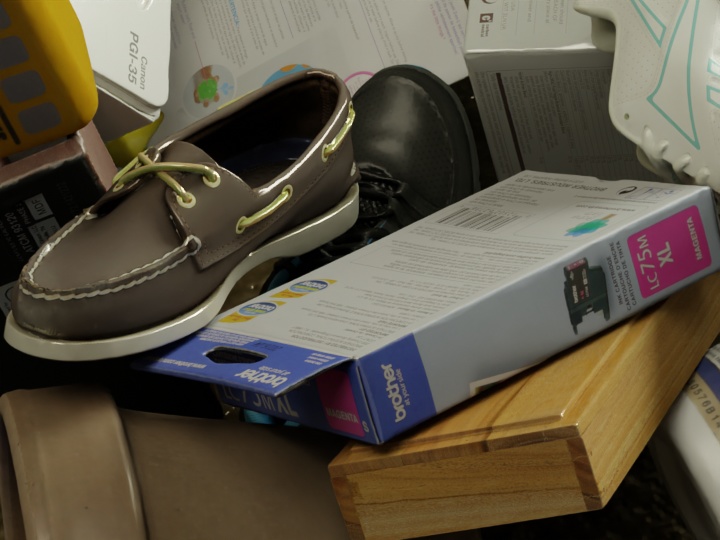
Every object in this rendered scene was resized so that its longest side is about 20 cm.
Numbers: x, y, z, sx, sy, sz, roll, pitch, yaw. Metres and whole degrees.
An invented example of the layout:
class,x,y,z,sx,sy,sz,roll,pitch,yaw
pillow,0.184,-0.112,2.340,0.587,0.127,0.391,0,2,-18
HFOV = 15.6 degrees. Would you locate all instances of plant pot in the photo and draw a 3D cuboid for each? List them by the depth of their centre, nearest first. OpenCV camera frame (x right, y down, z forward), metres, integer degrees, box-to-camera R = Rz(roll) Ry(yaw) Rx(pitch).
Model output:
class,x,y,z,sx,sy,sz,roll,pitch,yaw
plant pot,-0.044,0.137,1.018,0.174,0.201,0.201,-6,53,-11

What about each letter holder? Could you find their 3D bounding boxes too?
class,x,y,z,sx,sy,sz,roll,pitch,yaw
letter holder,-0.149,-0.023,1.129,0.100,0.200,0.143,-22,53,0

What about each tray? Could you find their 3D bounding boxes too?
class,x,y,z,sx,sy,sz,roll,pitch,yaw
tray,0.071,0.039,0.998,0.098,0.037,0.200,-11,15,26

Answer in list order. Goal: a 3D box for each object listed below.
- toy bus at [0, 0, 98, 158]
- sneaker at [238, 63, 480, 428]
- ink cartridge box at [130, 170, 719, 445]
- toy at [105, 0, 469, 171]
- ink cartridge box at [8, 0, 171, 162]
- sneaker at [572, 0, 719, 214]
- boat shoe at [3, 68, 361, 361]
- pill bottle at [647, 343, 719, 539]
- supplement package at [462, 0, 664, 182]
class,x,y,z,sx,sy,sz,roll,pitch,yaw
toy bus,-0.164,-0.122,0.951,0.078,0.200,0.065,-18,53,4
sneaker,0.000,0.000,1.121,0.073,0.082,0.201,9,74,18
ink cartridge box,0.025,0.016,0.988,0.199,0.042,0.119,-23,16,-28
toy,-0.040,-0.089,1.231,0.199,0.047,0.116,-25,61,10
ink cartridge box,-0.189,-0.117,1.225,0.199,0.083,0.147,-20,57,32
sneaker,0.145,-0.050,1.023,0.080,0.071,0.201,-23,54,5
boat shoe,-0.066,-0.024,1.018,0.072,0.060,0.200,20,31,29
pill bottle,0.219,0.051,1.029,0.199,0.111,0.111,-27,54,-3
supplement package,0.156,-0.107,1.153,0.199,0.114,0.110,-1,57,13
